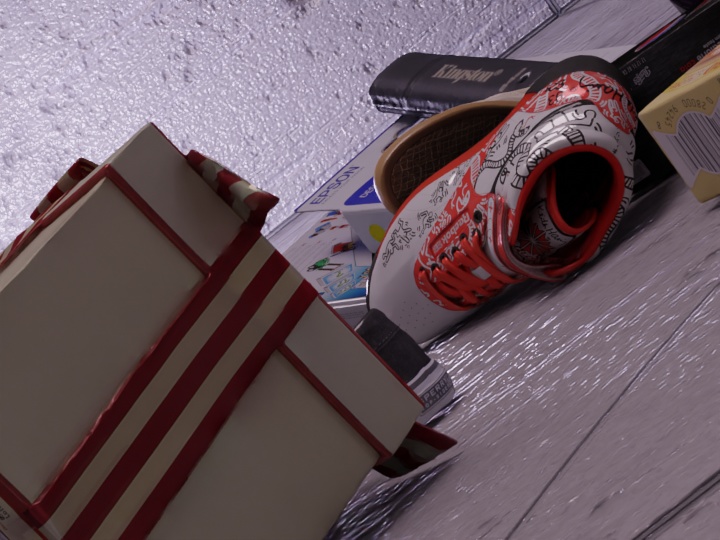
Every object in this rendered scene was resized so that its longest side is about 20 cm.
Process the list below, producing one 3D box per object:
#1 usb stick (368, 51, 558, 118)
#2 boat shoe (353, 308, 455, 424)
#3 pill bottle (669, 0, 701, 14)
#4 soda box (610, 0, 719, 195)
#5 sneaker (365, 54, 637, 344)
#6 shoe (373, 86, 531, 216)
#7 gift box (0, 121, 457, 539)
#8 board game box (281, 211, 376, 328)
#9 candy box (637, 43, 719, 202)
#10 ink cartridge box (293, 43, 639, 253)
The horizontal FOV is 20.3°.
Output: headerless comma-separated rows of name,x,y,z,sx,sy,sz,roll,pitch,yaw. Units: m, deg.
usb stick,0.071,-0.116,1.290,0.055,0.033,0.200,-34,23,-20
boat shoe,-0.042,0.076,0.968,0.200,0.066,0.070,-32,7,43
pill bottle,0.208,-0.200,1.138,0.112,0.113,0.200,-36,-26,15
soda box,0.203,-0.119,1.058,0.200,0.063,0.071,-34,5,33
sneaker,0.067,-0.016,1.044,0.201,0.067,0.108,-48,17,25
shoe,0.095,-0.069,1.149,0.199,0.070,0.053,-17,3,-19
gift box,-0.089,0.067,0.802,0.200,0.185,0.187,-27,20,46
board game box,0.000,0.000,1.307,0.126,0.035,0.200,-8,19,29
candy box,0.219,-0.103,0.851,0.115,0.055,0.200,-40,6,-28
ink cartridge box,0.089,-0.079,1.287,0.200,0.047,0.198,-4,31,49
